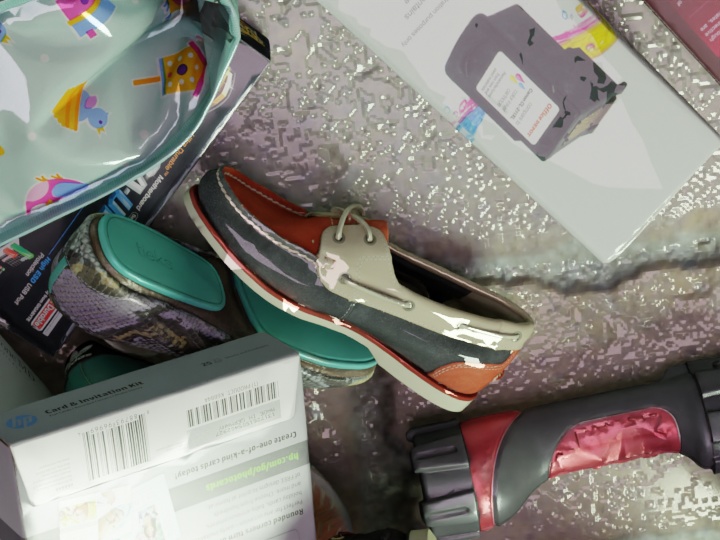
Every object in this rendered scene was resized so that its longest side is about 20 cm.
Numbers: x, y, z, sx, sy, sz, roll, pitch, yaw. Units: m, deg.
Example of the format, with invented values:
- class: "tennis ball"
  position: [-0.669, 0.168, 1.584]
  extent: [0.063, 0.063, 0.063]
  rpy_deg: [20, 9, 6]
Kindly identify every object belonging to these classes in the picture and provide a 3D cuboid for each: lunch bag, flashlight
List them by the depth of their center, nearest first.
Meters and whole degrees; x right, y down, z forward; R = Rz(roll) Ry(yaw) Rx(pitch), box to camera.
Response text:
- class: "lunch bag"
  position: [-0.146, -0.102, 0.818]
  extent: [0.199, 0.171, 0.122]
  rpy_deg: [-28, 117, 6]
- class: "flashlight"
  position: [0.127, 0.100, 1.019]
  extent: [0.199, 0.068, 0.068]
  rpy_deg: [-10, 110, 0]

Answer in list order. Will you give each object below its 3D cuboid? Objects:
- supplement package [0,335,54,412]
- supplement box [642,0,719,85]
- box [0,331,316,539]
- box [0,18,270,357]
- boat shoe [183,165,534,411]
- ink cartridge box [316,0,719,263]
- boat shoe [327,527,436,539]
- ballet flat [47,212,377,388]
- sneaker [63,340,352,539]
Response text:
- class: "supplement package"
  position: [-0.208, 0.145, 0.965]
  extent: [0.155, 0.111, 0.200]
  rpy_deg: [-31, 124, 7]
- class: "supplement box"
  position: [0.202, -0.151, 0.934]
  extent: [0.109, 0.061, 0.200]
  rpy_deg: [-42, 107, 12]
- class: "box"
  position: [-0.096, 0.146, 0.915]
  extent: [0.155, 0.041, 0.201]
  rpy_deg: [-17, 114, -28]
- class: "box"
  position: [-0.165, -0.079, 0.941]
  extent: [0.159, 0.046, 0.200]
  rpy_deg: [34, 104, -15]
- class: "boat shoe"
  position: [0.000, 0.000, 0.967]
  extent: [0.200, 0.071, 0.063]
  rpy_deg: [34, 116, -20]
- class: "ink cartridge box"
  position: [0.064, -0.114, 0.892]
  extent: [0.200, 0.146, 0.083]
  rpy_deg: [41, 101, -17]
- class: "boat shoe"
  position: [0.018, 0.185, 1.001]
  extent: [0.063, 0.202, 0.074]
  rpy_deg: [-5, 66, 8]
- class: "ballet flat"
  position: [-0.079, 0.026, 0.959]
  extent: [0.200, 0.072, 0.072]
  rpy_deg: [23, 109, -40]
- class: "sneaker"
  position: [-0.081, 0.098, 1.007]
  extent: [0.071, 0.080, 0.200]
  rpy_deg: [-44, 128, 6]
